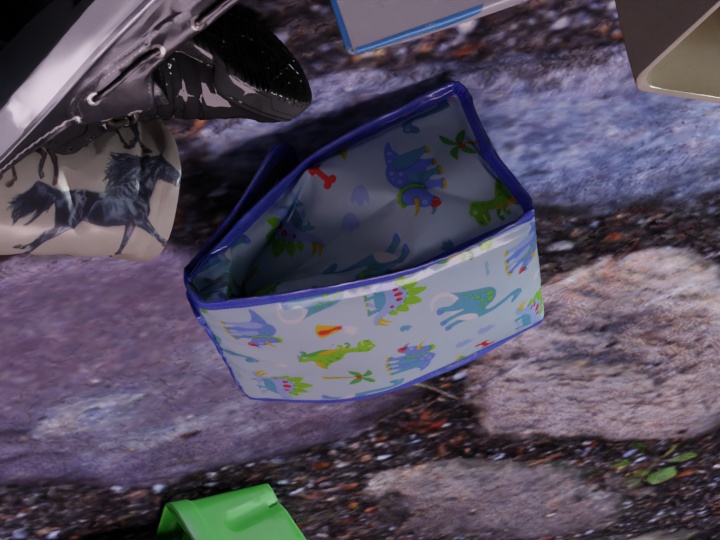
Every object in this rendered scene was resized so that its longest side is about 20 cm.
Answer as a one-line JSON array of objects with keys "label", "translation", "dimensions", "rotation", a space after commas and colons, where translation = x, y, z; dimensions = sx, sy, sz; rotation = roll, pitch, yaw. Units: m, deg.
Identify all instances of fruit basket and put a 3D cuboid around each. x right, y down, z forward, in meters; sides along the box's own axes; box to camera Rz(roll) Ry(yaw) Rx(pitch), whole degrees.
[{"label": "fruit basket", "translation": [-0.152, 0.279, 1.548], "dimensions": [0.215, 0.156, 0.216], "rotation": [-32, 160, -13]}]

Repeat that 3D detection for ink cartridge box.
[{"label": "ink cartridge box", "translation": [0.052, -0.153, 0.874], "dimensions": [0.116, 0.068, 0.200], "rotation": [-17, -174, 11]}]

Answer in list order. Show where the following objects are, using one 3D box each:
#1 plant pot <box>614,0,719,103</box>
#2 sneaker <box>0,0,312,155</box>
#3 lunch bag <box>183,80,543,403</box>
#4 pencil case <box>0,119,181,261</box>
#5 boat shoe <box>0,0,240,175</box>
[{"label": "plant pot", "translation": [0.219, -0.200, 0.834], "dimensions": [0.199, 0.177, 0.200], "rotation": [4, 146, -39]}, {"label": "sneaker", "translation": [-0.127, -0.098, 0.939], "dimensions": [0.200, 0.060, 0.104], "rotation": [20, 131, -42]}, {"label": "lunch bag", "translation": [0.000, 0.000, 1.127], "dimensions": [0.200, 0.128, 0.170], "rotation": [-28, 154, -4]}, {"label": "pencil case", "translation": [-0.190, -0.041, 0.980], "dimensions": [0.199, 0.078, 0.089], "rotation": [-2, -171, -32]}, {"label": "boat shoe", "translation": [-0.108, -0.100, 0.847], "dimensions": [0.200, 0.070, 0.066], "rotation": [-43, 116, 14]}]
